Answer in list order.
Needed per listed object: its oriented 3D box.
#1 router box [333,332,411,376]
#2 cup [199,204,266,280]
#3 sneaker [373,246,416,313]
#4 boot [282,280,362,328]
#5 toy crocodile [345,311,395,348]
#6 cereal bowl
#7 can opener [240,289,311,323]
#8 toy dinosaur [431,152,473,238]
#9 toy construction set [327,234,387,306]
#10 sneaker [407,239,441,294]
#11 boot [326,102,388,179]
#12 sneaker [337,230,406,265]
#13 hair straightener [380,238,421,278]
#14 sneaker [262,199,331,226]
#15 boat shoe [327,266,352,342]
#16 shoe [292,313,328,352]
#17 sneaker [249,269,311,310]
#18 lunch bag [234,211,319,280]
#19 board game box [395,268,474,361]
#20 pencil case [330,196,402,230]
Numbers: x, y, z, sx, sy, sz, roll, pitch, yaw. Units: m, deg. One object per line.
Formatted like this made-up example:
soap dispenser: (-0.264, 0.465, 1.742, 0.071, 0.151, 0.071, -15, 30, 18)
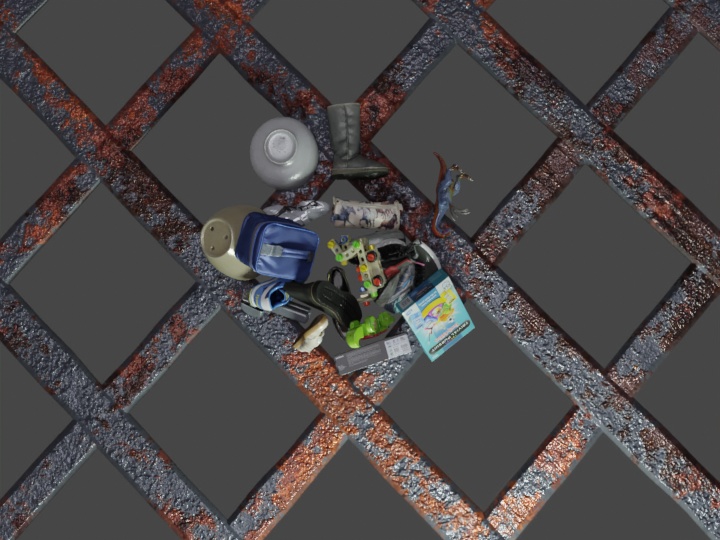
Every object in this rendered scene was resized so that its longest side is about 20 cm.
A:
router box: (0.032, 0.214, 1.552, 0.194, 0.157, 0.054, -18, 84, -1)
cup: (-0.340, -0.079, 1.570, 0.194, 0.143, 0.208, -1, 88, 21)
sneaker: (0.120, 0.025, 1.621, 0.086, 0.078, 0.202, 36, 89, -13)
boot: (-0.095, 0.080, 1.546, 0.135, 0.200, 0.079, 4, 59, 41)
toy crocodile: (0.029, 0.149, 1.545, 0.066, 0.198, 0.064, -16, 88, 30)
cereal bowl: (-0.214, -0.328, 1.649, 0.193, 0.083, 0.207, 0, 85, 2)
can opener: (-0.233, 0.107, 1.632, 0.194, 0.054, 0.068, 20, 117, 3)
toy dinosaur: (0.235, -0.191, 1.647, 0.184, 0.104, 0.200, -55, 47, 9)
toy construction set: (0.000, 0.000, 1.557, 0.128, 0.092, 0.205, -14, 105, 24)
sneaker: (0.160, 0.023, 1.558, 0.099, 0.070, 0.204, -39, 126, -23)
boot: (-0.008, -0.360, 1.661, 0.175, 0.073, 0.207, 1, 78, 0)
sneaker: (0.032, -0.067, 1.631, 0.193, 0.075, 0.081, -4, 45, 10)
hair straightener: (0.099, -0.040, 1.536, 0.040, 0.200, 0.079, 18, 64, -19)
sneaker: (-0.171, -0.122, 1.634, 0.193, 0.075, 0.119, -7, 85, 6)
boat shoe: (-0.052, 0.092, 1.614, 0.069, 0.061, 0.208, -13, 84, 0)
shoe: (-0.120, 0.168, 1.552, 0.053, 0.200, 0.070, 40, 58, -3)
sneaker: (-0.196, 0.044, 1.583, 0.199, 0.081, 0.076, -38, 126, -30)
lunch bag: (-0.198, -0.054, 1.502, 0.131, 0.196, 0.140, 29, 106, 47)
board game box: (0.197, 0.119, 1.553, 0.149, 0.047, 0.202, -37, 125, -3)
pencil case: (0.017, -0.154, 1.622, 0.193, 0.090, 0.080, 3, 67, 2)
